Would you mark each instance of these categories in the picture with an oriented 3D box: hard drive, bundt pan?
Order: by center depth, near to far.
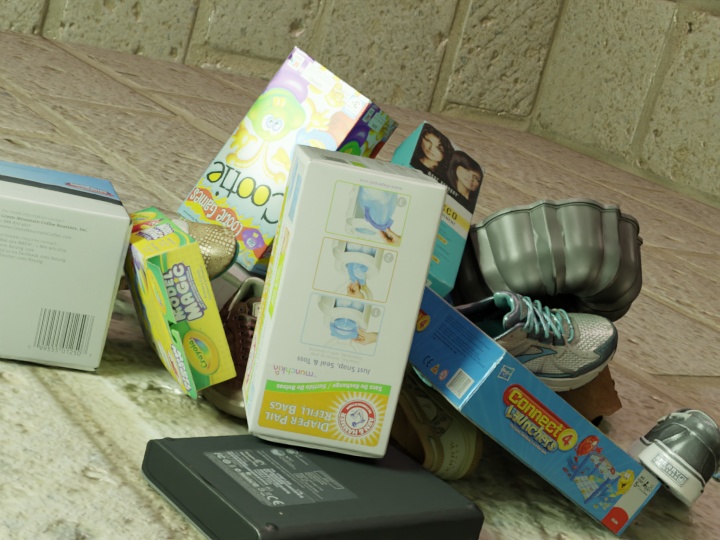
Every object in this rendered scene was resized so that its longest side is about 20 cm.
[{"bbox_3d":[-0.030,0.152,0.898,0.200,0.033,0.139,3,18,-41],"label":"hard drive"},{"bbox_3d":[0.181,0.015,1.264,0.201,0.202,0.076,9,57,-27],"label":"bundt pan"}]

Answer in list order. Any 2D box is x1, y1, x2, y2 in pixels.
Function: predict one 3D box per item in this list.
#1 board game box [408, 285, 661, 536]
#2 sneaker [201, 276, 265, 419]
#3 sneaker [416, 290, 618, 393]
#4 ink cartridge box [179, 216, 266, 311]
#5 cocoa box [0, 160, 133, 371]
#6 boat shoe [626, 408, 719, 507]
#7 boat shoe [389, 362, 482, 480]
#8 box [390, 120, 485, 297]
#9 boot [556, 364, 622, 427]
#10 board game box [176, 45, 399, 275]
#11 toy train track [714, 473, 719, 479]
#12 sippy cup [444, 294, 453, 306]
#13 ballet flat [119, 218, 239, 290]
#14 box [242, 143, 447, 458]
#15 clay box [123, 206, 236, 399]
[{"bbox_3d":[0.117,0.101,1.052,0.196,0.056,0.200,39,1,-29],"label":"board game box"},{"bbox_3d":[-0.095,0.062,1.099,0.070,0.076,0.200,12,13,-16],"label":"sneaker"},{"bbox_3d":[0.147,0.061,1.185,0.199,0.087,0.078,-6,44,-16],"label":"sneaker"},{"bbox_3d":[-0.100,0.029,1.303,0.200,0.048,0.146,36,6,-22],"label":"ink cartridge box"},{"bbox_3d":[-0.301,-0.015,1.052,0.199,0.134,0.131,10,14,-21],"label":"cocoa box"},{"bbox_3d":[0.266,0.147,1.077,0.072,0.068,0.200,41,0,16],"label":"boat shoe"},{"bbox_3d":[0.012,0.103,1.061,0.063,0.074,0.200,6,17,-46],"label":"boat shoe"},{"bbox_3d":[0.058,-0.051,1.210,0.082,0.049,0.200,37,37,-13],"label":"box"},{"bbox_3d":[0.227,0.116,1.319,0.075,0.074,0.200,45,17,8],"label":"boot"},{"bbox_3d":[-0.070,-0.102,1.302,0.103,0.200,0.105,38,6,17],"label":"board game box"},{"bbox_3d":[0.362,0.190,1.194,0.114,0.033,0.200,5,16,-37],"label":"toy train track"},{"bbox_3d":[0.032,-0.003,1.423,0.130,0.178,0.140,-9,60,-37],"label":"sippy cup"},{"bbox_3d":[-0.198,-0.017,1.199,0.200,0.071,0.065,-10,-37,40],"label":"ballet flat"},{"bbox_3d":[-0.016,0.020,0.953,0.101,0.201,0.113,11,9,-10],"label":"box"},{"bbox_3d":[-0.152,0.022,1.057,0.047,0.115,0.200,-20,18,-16],"label":"clay box"}]
